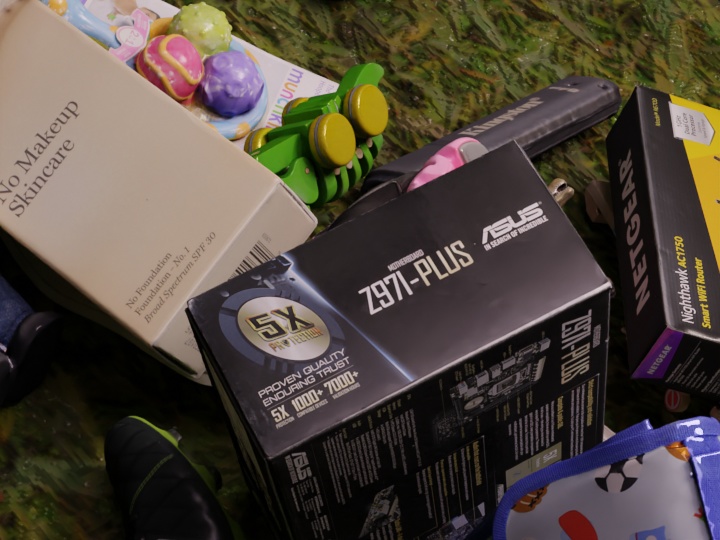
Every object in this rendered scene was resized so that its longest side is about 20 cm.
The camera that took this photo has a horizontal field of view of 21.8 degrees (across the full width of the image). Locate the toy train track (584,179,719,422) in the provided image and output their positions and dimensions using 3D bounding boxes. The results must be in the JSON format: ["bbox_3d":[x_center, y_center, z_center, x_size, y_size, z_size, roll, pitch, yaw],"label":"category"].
[{"bbox_3d":[0.178,0.025,1.096,0.114,0.033,0.201,5,42,-31],"label":"toy train track"}]

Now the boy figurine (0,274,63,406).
[{"bbox_3d":[-0.246,-0.006,0.922,0.200,0.065,0.124,37,47,11],"label":"boy figurine"}]

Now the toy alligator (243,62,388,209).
[{"bbox_3d":[-0.034,-0.055,1.044,0.200,0.059,0.054,-45,119,-47],"label":"toy alligator"}]

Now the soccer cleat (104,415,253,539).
[{"bbox_3d":[-0.082,0.154,0.853,0.081,0.068,0.200,-20,61,-23],"label":"soccer cleat"}]

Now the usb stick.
[{"bbox_3d":[0.083,-0.077,1.135,0.199,0.055,0.033,-27,108,-39],"label":"usb stick"}]

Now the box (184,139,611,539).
[{"bbox_3d":[0.023,0.057,0.853,0.163,0.200,0.086,-26,61,-8],"label":"box"}]

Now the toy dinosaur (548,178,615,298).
[{"bbox_3d":[0.076,0.022,1.054,0.101,0.058,0.200,30,46,27],"label":"toy dinosaur"}]

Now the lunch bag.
[{"bbox_3d":[0.122,0.167,0.801,0.123,0.200,0.171,-8,72,-18],"label":"lunch bag"}]

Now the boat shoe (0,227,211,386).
[{"bbox_3d":[-0.119,-0.003,0.986,0.200,0.072,0.068,37,9,20],"label":"boat shoe"}]

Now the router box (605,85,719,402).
[{"bbox_3d":[0.223,-0.007,1.073,0.148,0.051,0.201,15,43,-13],"label":"router box"}]

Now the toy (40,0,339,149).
[{"bbox_3d":[-0.111,-0.127,1.097,0.199,0.047,0.115,23,47,-2],"label":"toy"}]

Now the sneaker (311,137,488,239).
[{"bbox_3d":[0.000,0.000,0.983,0.200,0.095,0.079,-39,112,-48],"label":"sneaker"}]

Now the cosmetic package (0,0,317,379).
[{"bbox_3d":[-0.131,-0.049,0.926,0.200,0.073,0.104,36,85,21],"label":"cosmetic package"}]

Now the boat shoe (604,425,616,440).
[{"bbox_3d":[0.126,0.128,0.967,0.199,0.075,0.073,31,61,14],"label":"boat shoe"}]
